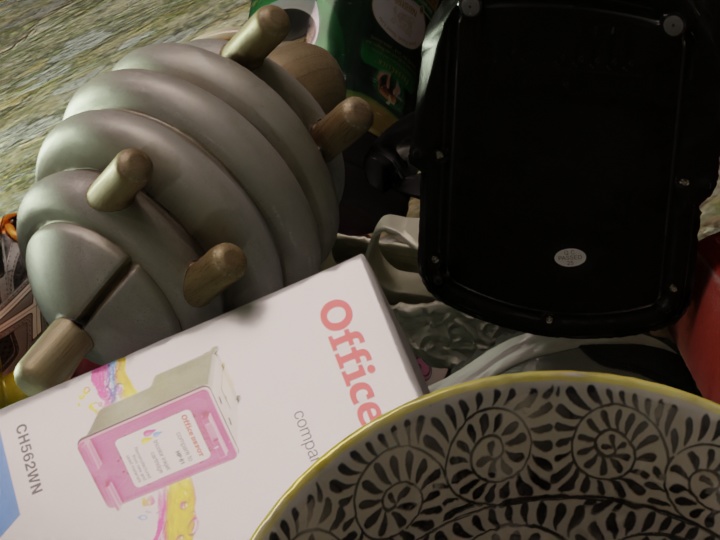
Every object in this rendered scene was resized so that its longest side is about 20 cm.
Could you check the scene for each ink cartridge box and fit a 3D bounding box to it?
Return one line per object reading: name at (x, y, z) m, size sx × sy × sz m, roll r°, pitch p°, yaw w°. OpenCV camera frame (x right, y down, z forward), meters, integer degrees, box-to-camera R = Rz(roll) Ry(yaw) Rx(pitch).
ink cartridge box at (-0.056, 0.103, 0.686) m, size 0.198 × 0.085 × 0.145 m, roll -23°, pitch 57°, yaw -1°

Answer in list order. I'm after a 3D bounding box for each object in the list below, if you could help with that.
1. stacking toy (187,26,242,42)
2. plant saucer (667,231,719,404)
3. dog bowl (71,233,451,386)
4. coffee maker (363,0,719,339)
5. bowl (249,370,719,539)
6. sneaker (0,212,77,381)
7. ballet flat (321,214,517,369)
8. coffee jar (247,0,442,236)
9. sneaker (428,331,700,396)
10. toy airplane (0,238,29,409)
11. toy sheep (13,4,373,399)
stacking toy at (-0.073, -0.041, 1.138) m, size 0.145 × 0.147 × 0.201 m, roll -16°, pitch 36°, yaw 17°
plant saucer at (0.207, -0.012, 0.671) m, size 0.198 × 0.037 × 0.200 m, roll -20°, pitch 7°, yaw 7°
dog bowl at (-0.056, 0.047, 0.936) m, size 0.198 × 0.074 × 0.200 m, roll -21°, pitch 20°, yaw 8°
coffee maker at (0.103, -0.095, 0.756) m, size 0.193 × 0.134 × 0.200 m, roll -63°, pitch 0°, yaw 27°
bowl at (0.056, 0.138, 0.504) m, size 0.198 × 0.094 × 0.203 m, roll 0°, pitch 62°, yaw 0°
sneaker at (-0.144, -0.004, 0.900) m, size 0.200 × 0.077 × 0.078 m, roll -50°, pitch 12°, yaw 1°
ballet flat at (0.000, 0.000, 0.832) m, size 0.198 × 0.072 × 0.072 m, roll 8°, pitch 29°, yaw 15°
coffee jar at (-0.011, -0.112, 0.932) m, size 0.104 × 0.085 × 0.202 m, roll -6°, pitch 64°, yaw 43°
sneaker at (0.046, 0.080, 0.768) m, size 0.198 × 0.074 × 0.080 m, roll -17°, pitch 51°, yaw 0°
toy airplane at (-0.178, 0.081, 0.808) m, size 0.200 × 0.199 × 0.141 m, roll -51°, pitch 16°, yaw 2°
toy sheep at (-0.072, -0.025, 0.750) m, size 0.137 × 0.139 × 0.200 m, roll 0°, pitch 36°, yaw 47°
